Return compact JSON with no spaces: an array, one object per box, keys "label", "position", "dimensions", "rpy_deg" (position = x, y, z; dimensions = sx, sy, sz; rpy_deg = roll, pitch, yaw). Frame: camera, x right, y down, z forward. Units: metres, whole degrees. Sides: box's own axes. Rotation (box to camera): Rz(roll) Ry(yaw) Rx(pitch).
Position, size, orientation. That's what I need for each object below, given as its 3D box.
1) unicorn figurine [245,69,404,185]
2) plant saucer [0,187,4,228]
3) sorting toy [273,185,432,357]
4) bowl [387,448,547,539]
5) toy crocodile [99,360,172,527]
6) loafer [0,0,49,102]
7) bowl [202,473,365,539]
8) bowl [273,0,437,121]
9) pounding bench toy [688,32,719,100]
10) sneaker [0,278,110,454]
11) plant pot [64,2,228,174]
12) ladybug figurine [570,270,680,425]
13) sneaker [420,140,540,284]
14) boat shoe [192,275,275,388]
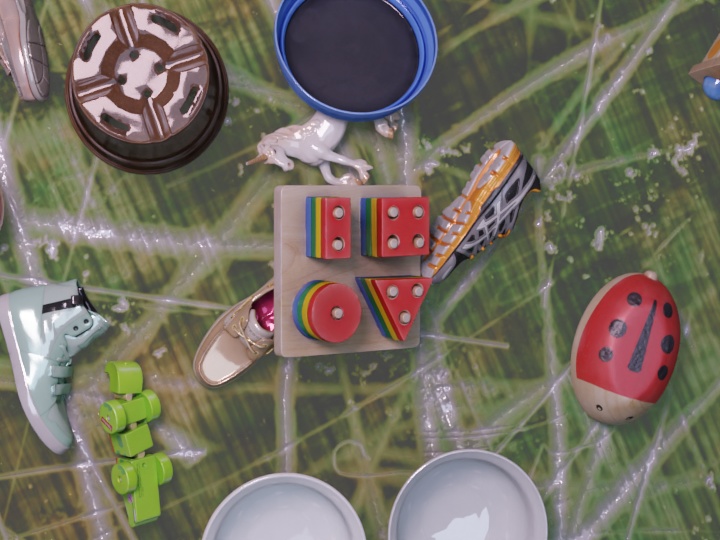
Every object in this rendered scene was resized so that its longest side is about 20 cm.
[{"label":"unicorn figurine","position":[-0.039,-0.163,1.608],"dimensions":[0.137,0.074,0.201],"rpy_deg":[32,72,-7]},{"label":"plant saucer","position":[-0.501,-0.100,1.524],"dimensions":[0.198,0.037,0.202],"rpy_deg":[5,126,6]},{"label":"sorting toy","position":[0.000,0.000,1.569],"dimensions":[0.198,0.069,0.201],"rpy_deg":[-2,95,-33]},{"label":"bowl","position":[0.125,0.314,1.628],"dimensions":[0.199,0.090,0.204],"rpy_deg":[0,91,-6]},{"label":"toy crocodile","position":[-0.275,0.208,1.591],"dimensions":[0.067,0.061,0.202],"rpy_deg":[-16,101,-42]},{"label":"loafer","position":[-0.414,-0.292,1.557],"dimensions":[0.062,0.072,0.202],"rpy_deg":[-12,87,6]},{"label":"bowl","position":[-0.095,0.337,1.594],"dimensions":[0.199,0.090,0.204],"rpy_deg":[0,93,-7]},{"label":"bowl","position":[-0.007,-0.271,1.587],"dimensions":[0.198,0.039,0.203],"rpy_deg":[3,71,-10]},{"label":"pounding bench toy","position":[0.538,-0.245,1.643],"dimensions":[0.199,0.124,0.157],"rpy_deg":[33,88,-7]},{"label":"sneaker","position":[-0.347,0.110,1.567],"dimensions":[0.117,0.074,0.202],"rpy_deg":[-17,91,0]},{"label":"plant pot","position":[-0.246,-0.215,1.510],"dimensions":[0.198,0.198,0.203],"rpy_deg":[0,91,-8]},{"label":"ladybug figurine","position":[0.337,0.097,1.656],"dimensions":[0.134,0.072,0.202],"rpy_deg":[14,90,-7]},{"label":"sneaker","position":[0.149,-0.060,1.629],"dimensions":[0.077,0.078,0.201],"rpy_deg":[36,93,-25]},{"label":"boat shoe","position":[-0.125,0.064,1.598],"dimensions":[0.074,0.069,0.200],"rpy_deg":[45,86,-6]}]
